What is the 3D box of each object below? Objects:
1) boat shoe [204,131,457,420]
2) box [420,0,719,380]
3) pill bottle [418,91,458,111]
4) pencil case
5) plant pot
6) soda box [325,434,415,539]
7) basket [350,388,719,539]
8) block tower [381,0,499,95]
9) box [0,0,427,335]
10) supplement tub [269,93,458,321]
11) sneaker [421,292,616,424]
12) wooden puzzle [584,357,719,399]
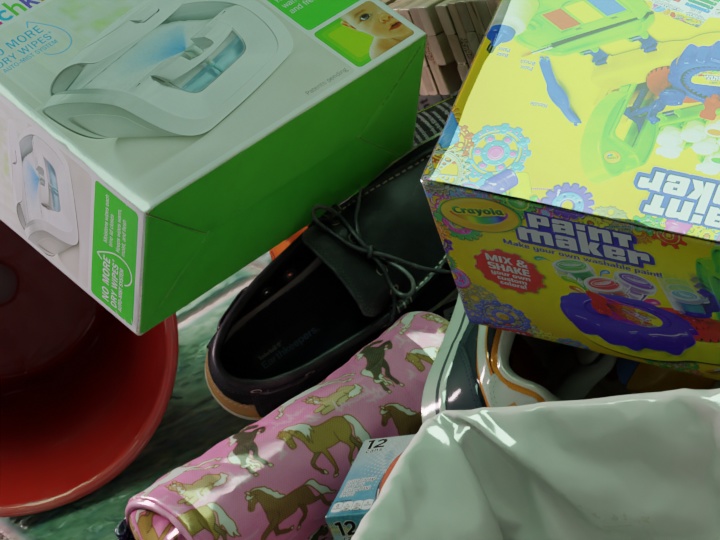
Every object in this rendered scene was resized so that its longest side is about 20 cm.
[{"bbox_3d":[0.000,0.000,1.446,0.200,0.075,0.062,-40,-13,-2],"label":"boat shoe"},{"bbox_3d":[0.161,-0.064,1.275,0.199,0.122,0.193,13,61,22],"label":"box"},{"bbox_3d":[0.042,-0.090,1.683,0.199,0.115,0.114,-21,25,-4],"label":"pill bottle"},{"bbox_3d":[-0.021,0.098,1.385,0.200,0.083,0.086,-34,19,-27],"label":"pencil case"},{"bbox_3d":[-0.204,0.020,1.574,0.200,0.201,0.177,-21,14,-2],"label":"plant pot"},{"bbox_3d":[0.089,0.111,1.293,0.199,0.069,0.064,-8,29,25],"label":"soda box"},{"bbox_3d":[0.099,0.162,1.079,0.199,0.161,0.198,-5,29,27],"label":"basket"},{"bbox_3d":[0.063,-0.130,1.535,0.054,0.058,0.200,-29,17,-26],"label":"block tower"},{"bbox_3d":[-0.098,-0.090,1.450,0.200,0.097,0.176,-33,59,-32],"label":"box"},{"bbox_3d":[0.053,-0.031,1.547,0.199,0.123,0.123,-24,25,-9],"label":"supplement tub"},{"bbox_3d":[0.091,0.006,1.383,0.079,0.078,0.201,-23,43,41],"label":"sneaker"},{"bbox_3d":[0.164,-0.005,1.395,0.186,0.046,0.200,-58,32,2],"label":"wooden puzzle"}]
